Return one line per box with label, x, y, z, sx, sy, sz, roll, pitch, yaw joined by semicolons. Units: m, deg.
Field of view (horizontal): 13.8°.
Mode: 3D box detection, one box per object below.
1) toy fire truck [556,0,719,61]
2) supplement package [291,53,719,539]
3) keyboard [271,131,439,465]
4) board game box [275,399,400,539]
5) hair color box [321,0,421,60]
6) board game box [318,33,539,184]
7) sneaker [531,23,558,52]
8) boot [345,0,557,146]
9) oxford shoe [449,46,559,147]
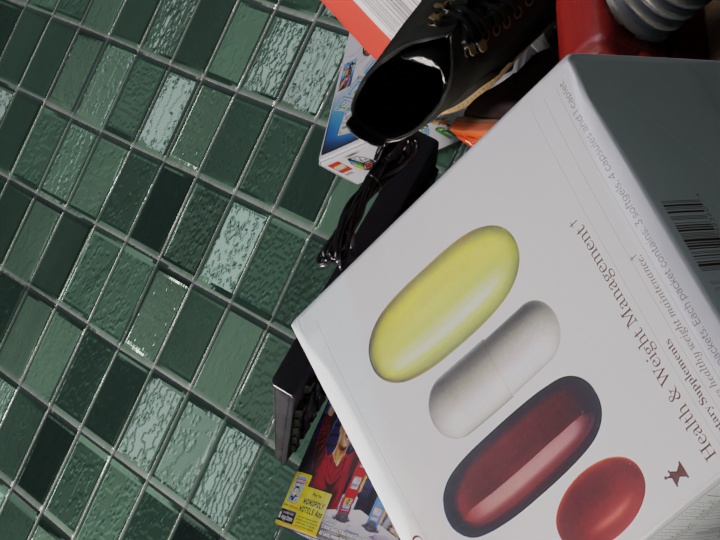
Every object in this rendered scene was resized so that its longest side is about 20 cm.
toy fire truck;0.144;-0.133;1.405;0.176;0.199;0.129;-39;37;38
supplement package;0.112;0.042;1.310;0.200;0.147;0.192;-44;63;33
keyboard;0.000;0.000;1.617;0.128;0.020;0.201;90;-157;-50
board game box;0.057;0.065;1.543;0.200;0.061;0.201;10;74;64
hair color box;0.067;-0.214;1.655;0.101;0.061;0.200;-22;27;54
board game box;0.055;-0.135;1.732;0.200;0.034;0.127;-20;50;53
sneaker;0.153;-0.175;1.563;0.200;0.078;0.078;-51;51;38
boot;0.076;-0.145;1.483;0.201;0.077;0.138;-56;-4;22
oxford shoe;0.093;-0.084;1.526;0.073;0.071;0.200;-57;2;6
